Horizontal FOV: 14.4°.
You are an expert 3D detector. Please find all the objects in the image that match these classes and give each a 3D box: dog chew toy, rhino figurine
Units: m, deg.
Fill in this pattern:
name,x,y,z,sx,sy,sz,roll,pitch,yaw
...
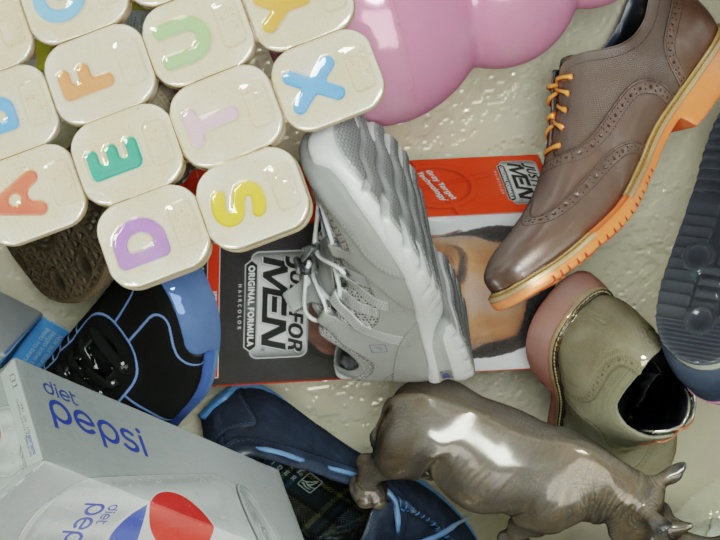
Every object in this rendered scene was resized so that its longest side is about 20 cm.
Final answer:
name,x,y,z,sx,sy,sz,roll,pitch,yaw
dog chew toy,0.050,-0.147,1.376,0.199,0.125,0.125,-19,123,-7
rhino figurine,0.096,0.113,1.497,0.199,0.060,0.088,18,140,6

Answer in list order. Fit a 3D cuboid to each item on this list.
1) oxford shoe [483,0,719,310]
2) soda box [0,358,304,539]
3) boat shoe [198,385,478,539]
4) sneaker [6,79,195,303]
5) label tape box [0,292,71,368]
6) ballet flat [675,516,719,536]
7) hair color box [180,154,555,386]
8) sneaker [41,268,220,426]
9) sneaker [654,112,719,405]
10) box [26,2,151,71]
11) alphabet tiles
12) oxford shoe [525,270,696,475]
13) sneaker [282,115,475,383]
name,x,y,z,sx,sy,sz,roll,pitch,yaw
oxford shoe,0.112,-0.065,1.427,0.073,0.071,0.200,43,64,-12
soda box,-0.116,0.115,1.428,0.063,0.068,0.200,-40,139,22
boat shoe,-0.013,0.142,1.569,0.200,0.069,0.084,30,112,-25
sneaker,-0.113,-0.046,1.411,0.071,0.075,0.200,54,147,4
label tape box,-0.252,0.065,1.482,0.200,0.066,0.143,29,113,-23
ballet flat,0.158,0.180,1.632,0.199,0.070,0.070,-28,122,9
hair color box,0.000,0.000,1.488,0.199,0.061,0.102,-4,122,-9
sneaker,-0.133,0.064,1.458,0.078,0.070,0.200,-24,154,-35
sneaker,0.206,-0.023,1.471,0.070,0.200,0.082,18,157,25
box,-0.168,-0.155,1.372,0.199,0.048,0.118,1,122,-13
alphabet tiles,-0.096,-0.098,1.307,0.195,0.015,0.201,-20,81,4
oxford shoe,0.143,0.076,1.519,0.071,0.074,0.200,-50,150,-9
sneaker,-0.001,0.002,1.387,0.082,0.075,0.200,-15,141,7
